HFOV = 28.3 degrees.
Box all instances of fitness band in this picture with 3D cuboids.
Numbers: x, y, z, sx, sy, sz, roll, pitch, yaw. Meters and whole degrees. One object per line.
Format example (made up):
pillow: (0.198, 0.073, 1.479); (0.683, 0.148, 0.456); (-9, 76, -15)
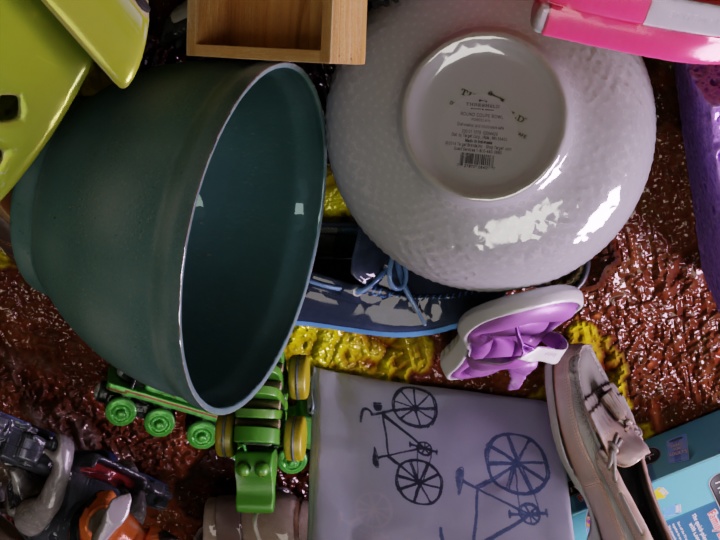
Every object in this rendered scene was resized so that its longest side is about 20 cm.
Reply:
fitness band: (0.140, -0.168, 0.795); (0.198, 0.144, 0.038); (10, 124, -11)

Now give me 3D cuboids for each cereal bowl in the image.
cereal bowl: (0.074, -0.086, 0.825); (0.197, 0.083, 0.203); (0, 90, 6)

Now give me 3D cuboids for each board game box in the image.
board game box: (0.220, 0.209, 1.105); (0.198, 0.047, 0.152); (-24, 121, 11)

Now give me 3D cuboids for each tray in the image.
tray: (-0.041, -0.212, 0.744); (0.098, 0.037, 0.203); (9, 100, 35)

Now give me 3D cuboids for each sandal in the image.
sandal: (0.102, 0.051, 0.926); (0.082, 0.050, 0.203); (-15, 168, -7)

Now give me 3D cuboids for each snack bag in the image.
snack bag: (0.053, 0.159, 0.980); (0.198, 0.190, 0.022); (9, 138, -11)

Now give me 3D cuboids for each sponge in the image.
sponge: (0.231, -0.049, 0.900); (0.029, 0.112, 0.202); (-13, 124, 6)

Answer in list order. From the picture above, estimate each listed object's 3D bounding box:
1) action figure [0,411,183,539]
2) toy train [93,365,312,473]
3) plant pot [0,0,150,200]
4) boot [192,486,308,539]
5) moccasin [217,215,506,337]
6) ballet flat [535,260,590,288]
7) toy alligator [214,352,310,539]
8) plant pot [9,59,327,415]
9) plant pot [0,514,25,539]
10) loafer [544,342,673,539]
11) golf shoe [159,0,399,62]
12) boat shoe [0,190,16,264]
action figure: (-0.201, 0.168, 0.972); (0.199, 0.193, 0.106); (33, 76, -36)
toy train: (-0.090, 0.101, 1.018); (0.198, 0.042, 0.057); (18, 110, -15)
plant pot: (-0.224, -0.155, 0.752); (0.181, 0.201, 0.199); (-34, 119, 11)
boot: (-0.067, 0.250, 1.106); (0.144, 0.071, 0.202); (12, 121, -4)
moccasin: (0.000, 0.000, 0.931); (0.197, 0.081, 0.069); (-3, 135, -3)
ballet flat: (0.105, -0.064, 0.907); (0.072, 0.073, 0.201); (-18, 122, 7)
toy alligator: (-0.068, 0.115, 0.945); (0.059, 0.203, 0.054); (2, 164, 6)
plant pot: (-0.117, -0.032, 0.826); (0.133, 0.201, 0.202); (13, 125, 18)
plant pot: (-0.303, 0.249, 1.040); (0.198, 0.135, 0.202); (-2, 123, -3)
loafer: (0.187, 0.145, 1.006); (0.062, 0.072, 0.202); (-13, 94, 38)
golf shoe: (-0.038, -0.184, 0.824); (0.199, 0.096, 0.077); (-19, 160, 34)
boat shoe: (-0.174, -0.006, 0.931); (0.070, 0.071, 0.200); (-11, 130, 50)
